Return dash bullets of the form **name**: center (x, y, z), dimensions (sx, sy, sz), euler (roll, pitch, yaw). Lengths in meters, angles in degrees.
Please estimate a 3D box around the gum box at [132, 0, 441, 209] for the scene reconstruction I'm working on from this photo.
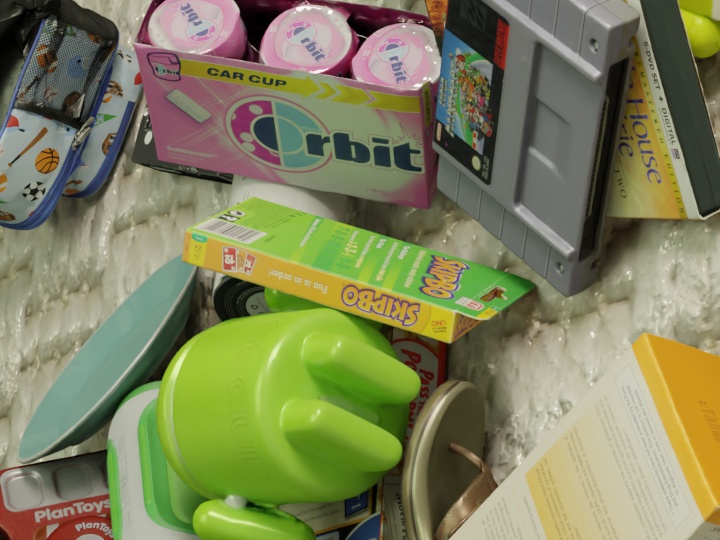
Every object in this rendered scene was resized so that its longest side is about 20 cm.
- **gum box**: center (-0.035, -0.113, 1.657), dimensions (0.114, 0.198, 0.066), euler (83, -158, -52)

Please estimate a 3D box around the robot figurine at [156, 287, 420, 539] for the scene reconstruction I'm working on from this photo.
- **robot figurine**: center (-0.049, 0.085, 1.593), dimensions (0.199, 0.115, 0.177), euler (-10, 60, 54)

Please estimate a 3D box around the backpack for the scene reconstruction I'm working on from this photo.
- **backpack**: center (-0.273, -0.130, 2.071), dimensions (0.192, 0.153, 0.200), euler (-63, 28, 0)

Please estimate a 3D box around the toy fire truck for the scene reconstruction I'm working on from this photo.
- **toy fire truck**: center (-0.236, 0.205, 1.840), dimensions (0.169, 0.198, 0.113), euler (-109, 11, -47)

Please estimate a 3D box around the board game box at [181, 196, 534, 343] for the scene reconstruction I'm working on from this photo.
- **board game box**: center (0.000, 0.000, 1.590), dimensions (0.199, 0.095, 0.030), euler (14, 109, 21)

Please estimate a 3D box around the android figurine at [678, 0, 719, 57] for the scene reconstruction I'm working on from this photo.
- **android figurine**: center (0.184, -0.201, 1.442), dimensions (0.199, 0.041, 0.183), euler (27, 138, 25)

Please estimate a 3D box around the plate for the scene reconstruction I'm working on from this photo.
- **plate**: center (-0.177, 0.068, 1.898), dimensions (0.200, 0.026, 0.200), euler (-45, 14, 14)

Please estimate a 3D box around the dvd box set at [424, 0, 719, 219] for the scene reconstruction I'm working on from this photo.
- **dvd box set**: center (0.124, -0.102, 1.523), dimensions (0.199, 0.029, 0.147), euler (5, 116, 55)

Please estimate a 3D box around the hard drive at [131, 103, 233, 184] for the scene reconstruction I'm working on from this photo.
- **hard drive**: center (-0.099, -0.166, 1.935), dimensions (0.139, 0.038, 0.202), euler (10, 85, 56)

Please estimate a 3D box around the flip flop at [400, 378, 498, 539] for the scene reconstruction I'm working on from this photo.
- **flip flop**: center (0.060, 0.164, 1.533), dimensions (0.057, 0.081, 0.202), euler (-5, 66, 26)

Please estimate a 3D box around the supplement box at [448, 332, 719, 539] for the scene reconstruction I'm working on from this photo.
- **supplement box**: center (0.138, 0.150, 1.417), dimensions (0.200, 0.073, 0.127), euler (-49, 40, 31)

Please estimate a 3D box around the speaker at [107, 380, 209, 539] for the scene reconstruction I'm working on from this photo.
- **speaker**: center (-0.126, 0.161, 1.755), dimensions (0.089, 0.088, 0.201), euler (-55, 25, 24)

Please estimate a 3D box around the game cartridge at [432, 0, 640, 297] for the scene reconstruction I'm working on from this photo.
- **game cartridge**: center (0.096, -0.095, 1.508), dimensions (0.129, 0.038, 0.201), euler (37, 141, 31)

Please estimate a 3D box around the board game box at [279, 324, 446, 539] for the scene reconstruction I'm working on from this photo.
- **board game box**: center (-0.012, 0.140, 1.662), dimensions (0.151, 0.046, 0.202), euler (-22, 58, 50)

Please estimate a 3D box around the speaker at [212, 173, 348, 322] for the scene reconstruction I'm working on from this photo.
- **speaker**: center (-0.047, -0.056, 1.736), dimensions (0.081, 0.081, 0.201), euler (-36, 36, 42)
